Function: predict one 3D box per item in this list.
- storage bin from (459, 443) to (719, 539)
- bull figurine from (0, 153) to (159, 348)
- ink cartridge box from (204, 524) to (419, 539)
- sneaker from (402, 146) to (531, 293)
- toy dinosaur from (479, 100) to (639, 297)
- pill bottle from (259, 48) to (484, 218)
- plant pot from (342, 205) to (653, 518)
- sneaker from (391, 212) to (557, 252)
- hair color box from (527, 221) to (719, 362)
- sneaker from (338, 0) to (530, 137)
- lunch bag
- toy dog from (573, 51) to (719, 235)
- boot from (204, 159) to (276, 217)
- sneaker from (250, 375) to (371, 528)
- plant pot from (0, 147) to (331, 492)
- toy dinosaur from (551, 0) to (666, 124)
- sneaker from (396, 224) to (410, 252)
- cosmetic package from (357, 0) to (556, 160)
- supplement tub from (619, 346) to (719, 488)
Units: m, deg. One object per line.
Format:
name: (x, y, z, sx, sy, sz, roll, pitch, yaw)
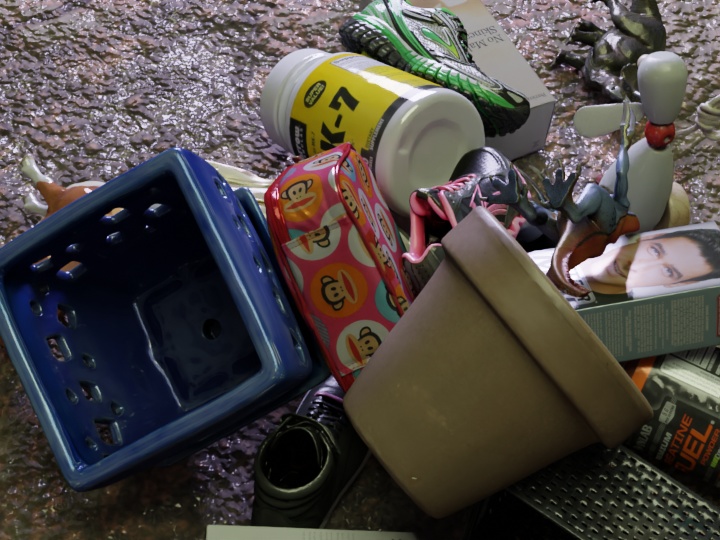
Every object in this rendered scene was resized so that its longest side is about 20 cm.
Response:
storage bin: (0.187, 0.214, 1.503, 0.199, 0.136, 0.094, 32, 55, 16)
bull figurine: (-0.255, -0.025, 1.643, 0.121, 0.065, 0.200, 26, 68, 26)
ink cartridge box: (-0.022, 0.235, 1.480, 0.198, 0.100, 0.039, 5, 51, -6)
sneaker: (0.078, -0.044, 1.571, 0.079, 0.096, 0.201, -22, 33, 30)
toy dinosaur: (0.171, -0.034, 1.547, 0.104, 0.181, 0.202, -16, 62, 31)
pill bottle: (0.006, -0.125, 1.708, 0.114, 0.115, 0.200, -30, 34, -27)
plant pot: (0.086, 0.082, 1.420, 0.174, 0.200, 0.201, -40, 63, 3)
sneaker: (0.110, -0.030, 1.679, 0.079, 0.130, 0.199, -28, 62, -28)
hair color box: (0.206, 0.023, 1.578, 0.198, 0.061, 0.099, -9, 32, -6)
sneaker: (0.075, -0.191, 1.737, 0.200, 0.078, 0.085, 37, 76, 27)
lunch bag: (0.000, 0.000, 1.557, 0.081, 0.201, 0.176, -21, 11, 13)
toy dog: (0.247, -0.111, 1.744, 0.131, 0.201, 0.096, 7, 30, -34)
boot: (-0.088, -0.009, 1.671, 0.198, 0.073, 0.156, 14, 52, 4)
sneaker: (-0.031, 0.131, 1.558, 0.070, 0.100, 0.201, 20, 52, 9)
plant pot: (-0.144, 0.042, 1.511, 0.199, 0.180, 0.201, -29, 77, 15)
toy dinosaur: (0.252, -0.214, 1.888, 0.102, 0.077, 0.200, 32, 50, 1)
sneaker: (0.064, 0.062, 1.657, 0.087, 0.076, 0.200, -42, 74, 0)
cosmetic package: (0.087, -0.190, 1.833, 0.105, 0.071, 0.200, -22, 59, -22)
supplement tub: (0.265, 0.108, 1.615, 0.199, 0.107, 0.107, 24, 54, 11)
